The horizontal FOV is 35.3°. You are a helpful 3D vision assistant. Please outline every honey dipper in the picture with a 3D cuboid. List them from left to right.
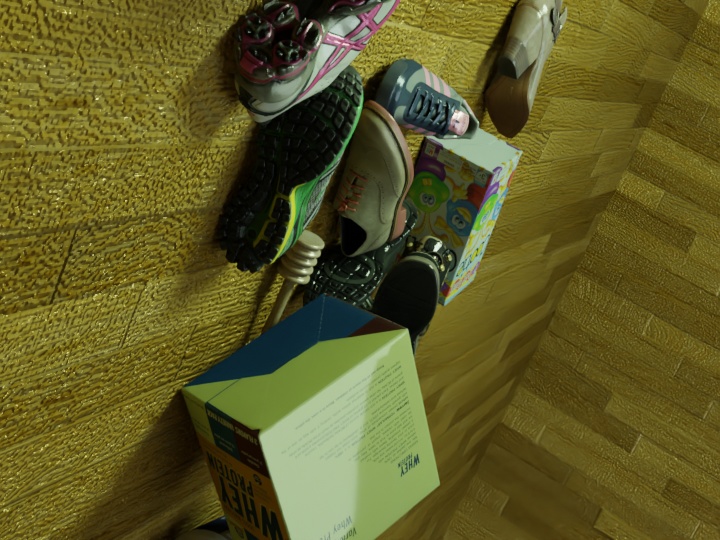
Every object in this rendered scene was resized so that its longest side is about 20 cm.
[{"bbox_3d":[-0.091,0.051,1.191,0.038,0.038,0.202,-25,143,-62],"label":"honey dipper"}]

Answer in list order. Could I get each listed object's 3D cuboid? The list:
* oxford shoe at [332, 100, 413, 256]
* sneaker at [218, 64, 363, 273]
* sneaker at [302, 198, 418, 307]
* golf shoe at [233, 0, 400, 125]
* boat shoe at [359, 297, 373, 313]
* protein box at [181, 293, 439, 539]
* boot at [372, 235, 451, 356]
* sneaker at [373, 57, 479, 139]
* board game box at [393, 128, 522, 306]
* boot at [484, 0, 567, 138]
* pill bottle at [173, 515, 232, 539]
[{"bbox_3d":[0.008,-0.088,1.201,0.074,0.070,0.202,-36,145,-26],"label":"oxford shoe"},{"bbox_3d":[-0.058,-0.097,1.008,0.201,0.078,0.085,-58,172,20],"label":"sneaker"},{"bbox_3d":[0.000,0.000,1.315,0.200,0.075,0.091,-46,164,-36],"label":"sneaker"},{"bbox_3d":[-0.029,-0.200,0.920,0.200,0.072,0.092,-42,163,-23],"label":"golf shoe"},{"bbox_3d":[0.006,0.072,1.441,0.068,0.071,0.200,-57,160,-9],"label":"boat shoe"},{"bbox_3d":[-0.045,0.171,1.155,0.197,0.134,0.203,-33,124,-30],"label":"protein box"},{"bbox_3d":[0.067,0.016,1.364,0.202,0.072,0.152,98,11,-47],"label":"boot"},{"bbox_3d":[0.077,-0.180,1.229,0.071,0.081,0.199,-64,163,14],"label":"sneaker"},{"bbox_3d":[0.118,-0.076,1.475,0.105,0.102,0.202,-36,150,-53],"label":"board game box"},{"bbox_3d":[0.231,-0.290,1.530,0.147,0.070,0.201,-56,163,-22],"label":"boot"},{"bbox_3d":[-0.167,0.349,1.307,0.112,0.110,0.200,-63,163,8],"label":"pill bottle"}]
